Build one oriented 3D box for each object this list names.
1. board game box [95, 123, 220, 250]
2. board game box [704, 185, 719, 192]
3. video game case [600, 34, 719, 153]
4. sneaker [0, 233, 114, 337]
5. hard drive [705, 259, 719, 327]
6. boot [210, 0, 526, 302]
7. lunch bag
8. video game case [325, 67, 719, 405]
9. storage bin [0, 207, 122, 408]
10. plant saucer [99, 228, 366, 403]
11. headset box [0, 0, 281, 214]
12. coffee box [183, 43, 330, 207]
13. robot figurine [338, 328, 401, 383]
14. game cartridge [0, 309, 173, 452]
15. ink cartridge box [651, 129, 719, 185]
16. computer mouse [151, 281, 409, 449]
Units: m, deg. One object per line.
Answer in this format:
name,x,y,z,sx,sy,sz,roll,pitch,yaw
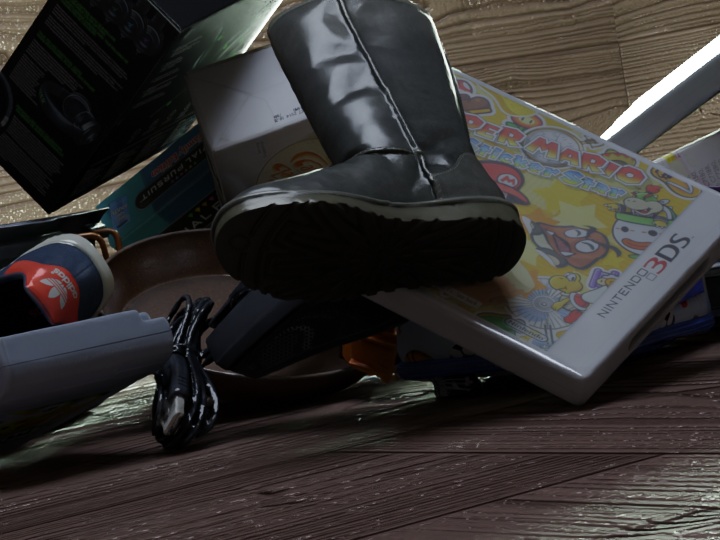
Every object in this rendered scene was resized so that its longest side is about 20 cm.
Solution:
board game box,-0.075,-0.035,1.909,0.151,0.047,0.200,-38,-41,15
board game box,0.216,-0.034,1.543,0.199,0.033,0.120,1,0,22
video game case,0.237,-0.136,1.720,0.200,0.022,0.182,-39,2,32
sneaker,-0.238,0.053,1.540,0.200,0.075,0.085,-42,2,27
hard drive,0.268,0.006,1.652,0.139,0.038,0.200,-9,4,20
boot,-0.014,-0.075,1.343,0.181,0.201,0.073,3,-45,-26
lunch bag,0.114,0.022,1.470,0.159,0.076,0.200,-5,3,27
video game case,0.080,-0.025,1.368,0.199,0.023,0.182,27,44,23
storage bin,-0.223,0.035,1.682,0.144,0.135,0.200,-9,4,9
plant saucer,-0.069,0.031,1.594,0.199,0.035,0.201,5,25,-3
headset box,-0.151,-0.160,1.762,0.200,0.093,0.174,-50,-8,35
coffee box,-0.046,-0.064,1.787,0.114,0.080,0.201,-19,-38,-6
robot figurine,0.000,0.000,1.571,0.144,0.059,0.200,14,27,8
game cartridge,-0.209,0.075,1.421,0.133,0.041,0.200,-8,-14,-41
ink cartridge box,0.206,-0.040,1.694,0.199,0.068,0.115,-26,-3,-2
computer mouse,-0.036,0.013,1.409,0.199,0.053,0.139,-25,27,13
